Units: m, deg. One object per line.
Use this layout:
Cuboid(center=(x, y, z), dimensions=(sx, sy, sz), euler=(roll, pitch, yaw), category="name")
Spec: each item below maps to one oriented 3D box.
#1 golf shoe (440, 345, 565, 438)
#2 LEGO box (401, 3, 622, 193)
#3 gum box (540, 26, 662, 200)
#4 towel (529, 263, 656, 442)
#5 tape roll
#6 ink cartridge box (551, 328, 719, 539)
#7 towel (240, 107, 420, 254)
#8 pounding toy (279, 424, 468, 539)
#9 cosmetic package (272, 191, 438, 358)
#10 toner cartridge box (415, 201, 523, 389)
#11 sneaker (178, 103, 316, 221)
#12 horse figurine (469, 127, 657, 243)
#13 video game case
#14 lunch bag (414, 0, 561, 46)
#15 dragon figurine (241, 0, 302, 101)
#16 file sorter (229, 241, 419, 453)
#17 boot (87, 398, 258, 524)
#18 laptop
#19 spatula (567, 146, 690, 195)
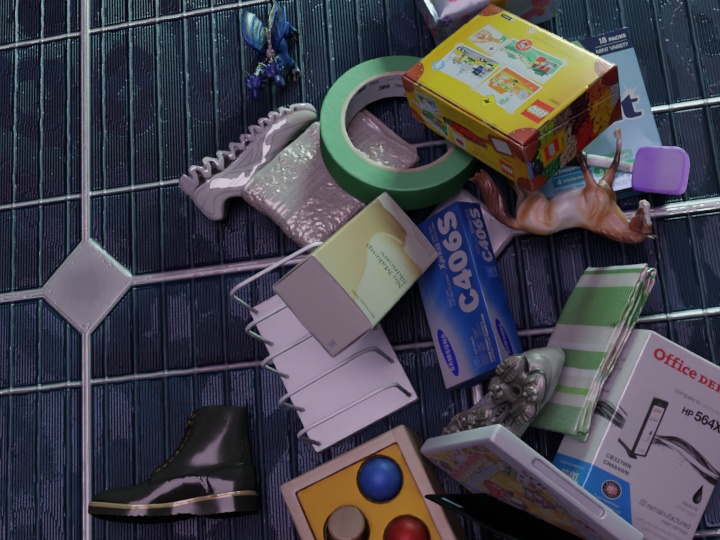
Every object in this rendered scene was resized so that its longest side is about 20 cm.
Cuboid(center=(0.165, 0.159, 1.141), dimensions=(0.078, 0.097, 0.200), euler=(48, 132, 16), category="golf shoe")
Cuboid(center=(0.170, -0.200, 1.160), dimensions=(0.149, 0.077, 0.200), euler=(-40, 51, -13), category="LEGO box")
Cuboid(center=(0.265, -0.177, 1.239), dimensions=(0.170, 0.045, 0.200), euler=(-14, 75, 9), category="gum box")
Cuboid(center=(0.247, 0.087, 1.132), dimensions=(0.023, 0.153, 0.200), euler=(27, 82, -14), category="towel")
Cuboid(center=(0.050, -0.171, 1.252), dimensions=(0.200, 0.048, 0.201), euler=(1, 62, -2), category="tape roll")
Cuboid(center=(0.307, 0.179, 1.091), dimensions=(0.146, 0.084, 0.200), euler=(27, 83, -12), category="ink cartridge box")
Cuboid(center=(-0.034, -0.118, 1.269), dimensions=(0.133, 0.034, 0.200), euler=(40, 70, 20), category="towel")
Cuboid(center=(0.002, 0.298, 1.125), dimensions=(0.200, 0.142, 0.184), euler=(-27, 72, 4), category="pounding toy")
Cuboid(center=(0.000, 0.000, 1.130), dimensions=(0.105, 0.200, 0.071), euler=(49, 124, -4), category="cosmetic package")
Cuboid(center=(0.120, 0.029, 1.195), dimensions=(0.095, 0.043, 0.200), euler=(-32, 66, 44), category="toner cartridge box")
Cuboid(center=(-0.132, -0.140, 1.310), dimensions=(0.200, 0.075, 0.081), euler=(-36, 86, 4), category="sneaker")
Cuboid(center=(0.229, -0.088, 1.171), dimensions=(0.200, 0.050, 0.133), euler=(-7, 91, 14), category="horse figurine")
Cuboid(center=(0.167, 0.227, 1.051), dimensions=(0.182, 0.200, 0.023), euler=(38, 70, -5), category="video game case")
Cuboid(center=(0.137, -0.391, 1.282), dimensions=(0.169, 0.127, 0.200), euler=(-21, 66, 4), category="lunch bag")
Cuboid(center=(-0.118, -0.306, 1.327), dimensions=(0.059, 0.099, 0.200), euler=(-7, 75, 10), category="dragon figurine")
Cuboid(center=(-0.046, 0.089, 1.198), dimensions=(0.139, 0.125, 0.200), euler=(-29, 72, 4), category="file sorter")
Cuboid(center=(-0.224, 0.231, 1.235), dimensions=(0.200, 0.077, 0.138), euler=(-3, 71, -2), category="boot")
Cuboid(center=(0.171, 0.305, 1.025), dimensions=(0.177, 0.200, 0.103), euler=(19, 39, 38), category="laptop")
Cuboid(center=(0.279, -0.126, 1.189), dimensions=(0.200, 0.021, 0.057), euler=(10, 84, 15), category="spatula")
